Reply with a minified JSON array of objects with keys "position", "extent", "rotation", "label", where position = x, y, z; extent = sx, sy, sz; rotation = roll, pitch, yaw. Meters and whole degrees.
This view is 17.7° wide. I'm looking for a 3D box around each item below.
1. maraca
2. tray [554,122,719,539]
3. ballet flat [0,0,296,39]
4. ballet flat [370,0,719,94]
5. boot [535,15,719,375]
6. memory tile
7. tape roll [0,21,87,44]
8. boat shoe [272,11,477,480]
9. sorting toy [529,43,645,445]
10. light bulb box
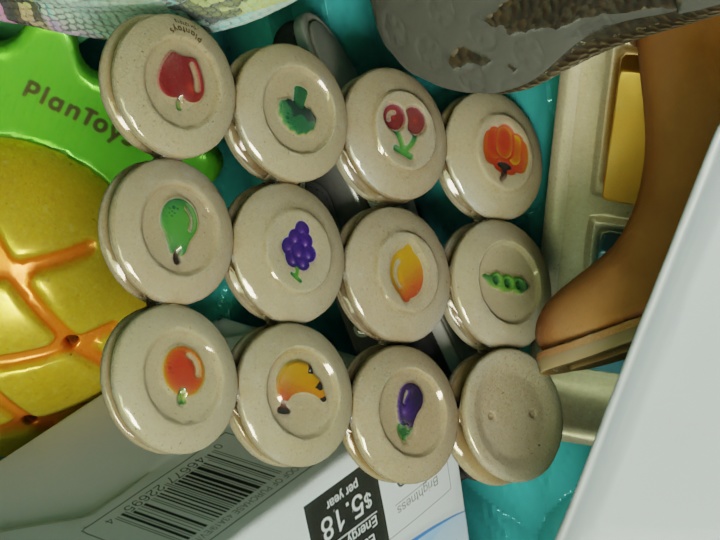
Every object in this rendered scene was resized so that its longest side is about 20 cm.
[{"position":[-0.134,-0.009,0.887],"extent":[0.137,0.107,0.200],"rotation":[23,120,-13],"label":"maraca"},{"position":[0.131,0.030,0.767],"extent":[0.107,0.022,0.201],"rotation":[2,126,-22],"label":"tray"},{"position":[-0.110,-0.120,0.802],"extent":[0.199,0.071,0.069],"rotation":[3,78,11],"label":"ballet flat"},{"position":[0.077,-0.104,0.780],"extent":[0.200,0.046,0.068],"rotation":[-11,104,52],"label":"ballet flat"},{"position":[0.116,-0.067,0.805],"extent":[0.200,0.074,0.155],"rotation":[-33,81,10],"label":"boot"},{"position":[-0.006,-0.003,0.814],"extent":[0.017,0.199,0.154],"rotation":[-14,72,49],"label":"memory tile"},{"position":[-0.152,-0.175,0.858],"extent":[0.200,0.048,0.201],"rotation":[4,112,9],"label":"tape roll"},{"position":[0.000,0.000,0.890],"extent":[0.057,0.067,0.200],"rotation":[-21,110,14],"label":"boat shoe"},{"position":[0.161,-0.014,0.867],"extent":[0.184,0.036,0.201],"rotation":[8,113,8],"label":"sorting toy"},{"position":[-0.059,0.157,0.870],"extent":[0.125,0.198,0.201],"rotation":[15,126,40],"label":"light bulb box"}]
